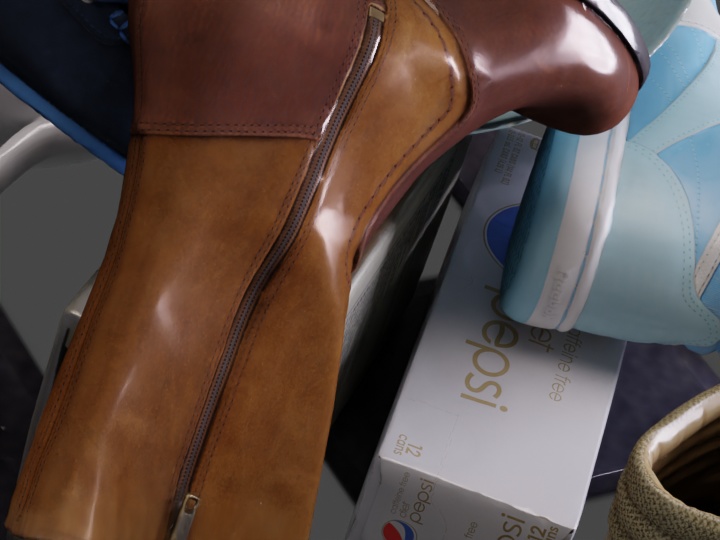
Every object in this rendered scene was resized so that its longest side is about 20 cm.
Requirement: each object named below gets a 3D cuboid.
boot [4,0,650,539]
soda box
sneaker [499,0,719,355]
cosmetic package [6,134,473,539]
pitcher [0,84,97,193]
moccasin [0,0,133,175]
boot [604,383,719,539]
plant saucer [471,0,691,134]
[{"bbox_3d":[0.000,0.000,0.736,0.068,0.201,0.188,3,-11,39],"label":"boot"},{"bbox_3d":[0.050,0.035,0.899,0.068,0.064,0.200,20,37,2],"label":"soda box"},{"bbox_3d":[0.129,-0.038,0.909,0.130,0.080,0.200,19,47,2],"label":"sneaker"},{"bbox_3d":[-0.033,0.011,0.860,0.071,0.105,0.200,24,37,7],"label":"cosmetic package"},{"bbox_3d":[-0.133,-0.071,0.918,0.200,0.121,0.172,-13,58,-20],"label":"pitcher"},{"bbox_3d":[-0.080,-0.084,0.752,0.200,0.068,0.080,38,10,-31],"label":"moccasin"},{"bbox_3d":[0.141,0.096,0.786,0.200,0.156,0.073,-3,43,-26],"label":"boot"},{"bbox_3d":[0.014,-0.105,0.886,0.200,0.039,0.201,0,49,0],"label":"plant saucer"}]
